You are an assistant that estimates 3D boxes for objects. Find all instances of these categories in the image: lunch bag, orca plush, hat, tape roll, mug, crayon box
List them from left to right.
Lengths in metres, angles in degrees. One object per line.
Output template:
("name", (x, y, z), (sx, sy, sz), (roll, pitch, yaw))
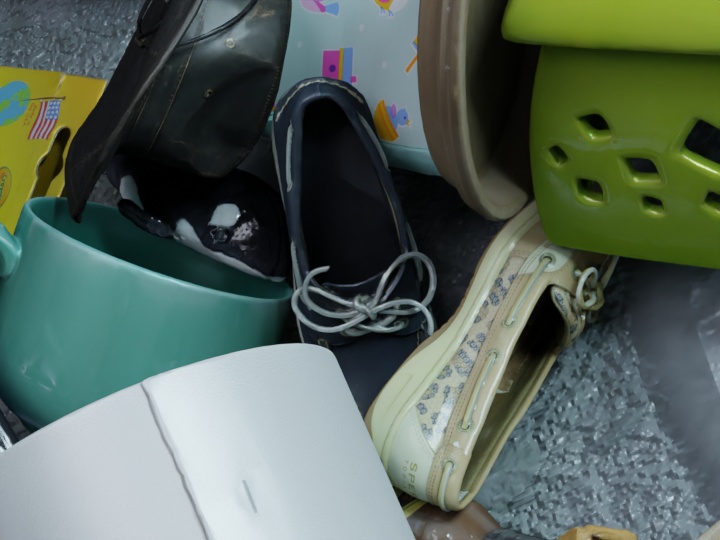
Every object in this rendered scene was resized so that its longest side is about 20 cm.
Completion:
("crayon box", (-0.240, -0.062, 1.434), (0.199, 0.051, 0.127), (9, 71, 37))
("mug", (-0.138, 0.035, 1.240), (0.184, 0.152, 0.115), (21, 100, 12))
("tape roll", (-0.076, 0.139, 1.060), (0.202, 0.203, 0.140), (-30, 73, 16))
("hat", (-0.082, -0.105, 1.205), (0.201, 0.081, 0.201), (-57, 17, 28))
("orca plush", (-0.086, -0.059, 1.299), (0.071, 0.105, 0.200), (-71, 22, 10))
("lunch bag", (0.041, -0.140, 1.252), (0.170, 0.122, 0.201), (16, 69, 37))

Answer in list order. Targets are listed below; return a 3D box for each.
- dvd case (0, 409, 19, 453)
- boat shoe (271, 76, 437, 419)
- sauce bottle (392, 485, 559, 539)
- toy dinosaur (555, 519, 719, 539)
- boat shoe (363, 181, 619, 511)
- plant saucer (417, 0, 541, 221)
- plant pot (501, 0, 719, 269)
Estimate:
("dvd case", (-0.226, 0.092, 1.241), (0.018, 0.200, 0.143), (-28, 78, -26))
("boat shoe", (0.000, 0.000, 1.176), (0.075, 0.062, 0.201), (-9, 98, -1))
("sauce bottle", (0.023, 0.137, 1.151), (0.199, 0.065, 0.065), (9, 71, 34))
("toy dinosaur", (0.141, 0.153, 1.067), (0.200, 0.106, 0.060), (-59, 22, -3))
("boat shoe", (0.080, 0.036, 1.151), (0.063, 0.073, 0.200), (26, 68, 33))
("plant saucer", (0.065, -0.124, 1.075), (0.029, 0.200, 0.201), (8, 69, 18))
("plant pot", (0.181, -0.130, 1.078), (0.199, 0.182, 0.200), (6, 57, 26))
